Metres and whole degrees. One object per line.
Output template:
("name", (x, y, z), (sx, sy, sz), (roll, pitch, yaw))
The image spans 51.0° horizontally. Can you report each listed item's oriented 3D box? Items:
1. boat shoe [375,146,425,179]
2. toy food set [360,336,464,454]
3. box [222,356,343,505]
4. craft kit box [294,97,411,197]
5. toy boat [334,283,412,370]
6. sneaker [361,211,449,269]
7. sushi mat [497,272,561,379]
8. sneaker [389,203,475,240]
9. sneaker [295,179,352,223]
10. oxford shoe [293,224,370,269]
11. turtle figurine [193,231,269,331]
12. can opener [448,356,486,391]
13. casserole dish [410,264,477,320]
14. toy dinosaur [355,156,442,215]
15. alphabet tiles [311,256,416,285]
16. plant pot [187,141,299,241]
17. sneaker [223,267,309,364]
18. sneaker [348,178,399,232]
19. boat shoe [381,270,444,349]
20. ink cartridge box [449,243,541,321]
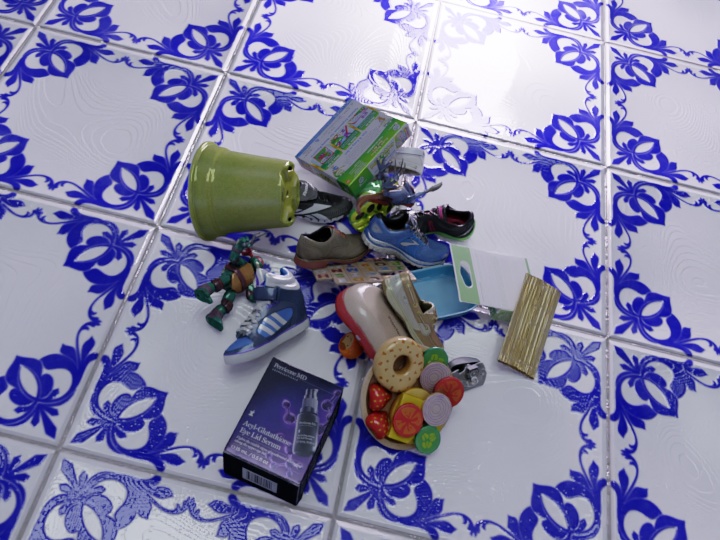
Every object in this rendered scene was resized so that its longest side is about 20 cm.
("boat shoe", (0.050, -0.246, 1.745), (0.196, 0.071, 0.071), (3, 79, 1))
("toy food set", (0.093, 0.229, 1.375), (0.195, 0.049, 0.203), (21, 86, -21))
("box", (-0.134, 0.280, 1.327), (0.146, 0.105, 0.202), (21, 55, 6))
("craft kit box", (-0.018, -0.281, 1.695), (0.200, 0.049, 0.197), (-48, 47, -11))
("toy boat", (0.011, 0.128, 1.452), (0.202, 0.130, 0.131), (58, 27, -10))
("sneaker", (0.106, -0.068, 1.593), (0.197, 0.090, 0.079), (16, 30, -20))
("sushi mat", (0.344, 0.111, 1.533), (0.095, 0.012, 0.202), (29, 69, -15))
("sneaker", (0.159, -0.116, 1.662), (0.196, 0.084, 0.078), (1, 54, -9))
("sneaker", (-0.111, -0.153, 1.637), (0.196, 0.091, 0.067), (1, 54, -9))
("oxford shoe", (-0.048, -0.058, 1.571), (0.198, 0.076, 0.070), (-17, 37, -41))
("turtle figurine", (-0.236, 0.019, 1.499), (0.200, 0.100, 0.151), (-45, 112, -35))
("can opener", (0.153, 0.218, 1.462), (0.197, 0.054, 0.067), (-15, 27, -18))
("casserole dish", (0.153, 0.054, 1.572), (0.197, 0.039, 0.123), (-11, 58, -16))
("toy dinosaur", (0.069, -0.171, 1.626), (0.198, 0.182, 0.106), (-34, 65, -3))
("alphabet tiles", (0.000, 0.000, 1.540), (0.196, 0.008, 0.167), (-2, 17, -11))
("plant pot", (-0.225, -0.158, 1.530), (0.181, 0.202, 0.203), (3, 53, 11))
("sneaker", (-0.195, 0.075, 1.433), (0.198, 0.080, 0.149), (-26, 102, -33))
("sneaker", (0.019, -0.143, 1.663), (0.082, 0.075, 0.200), (11, 32, 23))
("boat shoe", (0.116, 0.087, 1.460), (0.066, 0.201, 0.074), (-30, 26, 12))
("ink cartridge box", (0.272, 0.029, 1.576), (0.197, 0.048, 0.148), (9, 54, -20))
